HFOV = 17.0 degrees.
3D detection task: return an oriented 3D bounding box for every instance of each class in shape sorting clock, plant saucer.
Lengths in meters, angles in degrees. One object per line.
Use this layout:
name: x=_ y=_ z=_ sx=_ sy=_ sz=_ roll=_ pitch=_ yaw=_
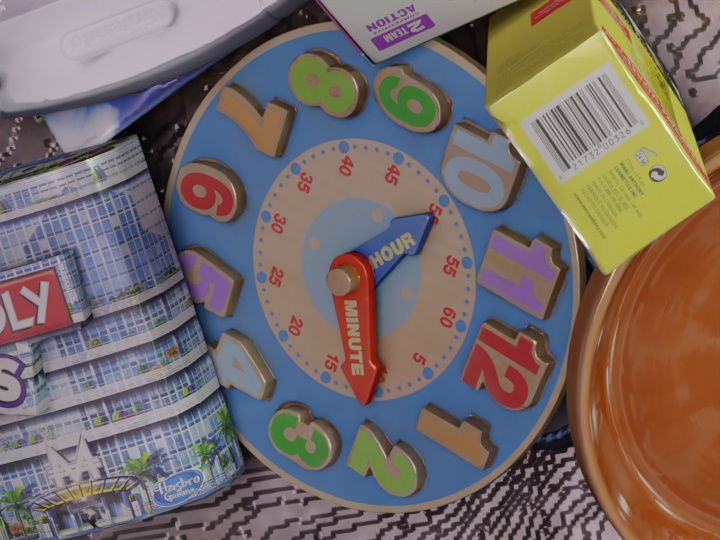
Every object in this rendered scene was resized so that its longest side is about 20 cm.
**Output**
shape sorting clock: x=0.000 y=0.000 z=0.972 sx=0.199 sy=0.039 sz=0.202 roll=7 pitch=104 yaw=27
plant saucer: x=0.172 y=0.033 z=0.925 sx=0.199 sy=0.032 sz=0.202 roll=-5 pitch=110 yaw=-14

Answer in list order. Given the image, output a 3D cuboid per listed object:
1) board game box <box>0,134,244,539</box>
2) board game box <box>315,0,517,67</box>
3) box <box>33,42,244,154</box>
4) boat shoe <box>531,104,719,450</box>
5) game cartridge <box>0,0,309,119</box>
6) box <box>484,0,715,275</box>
board game box: x=-0.174 y=0.022 z=1.002 sx=0.199 sy=0.062 sz=0.201 roll=-15 pitch=101 yaw=18
board game box: x=0.022 y=-0.165 z=0.848 sx=0.152 sy=0.200 sz=0.041 roll=-22 pitch=54 yaw=17
box: x=-0.124 y=-0.159 z=1.019 sx=0.122 sy=0.048 sz=0.201 roll=-34 pitch=85 yaw=13
boat shoe: x=0.118 y=-0.012 z=0.957 sx=0.084 sy=0.069 sz=0.200 roll=38 pitch=99 yaw=9
game cartridge: x=-0.107 y=-0.138 z=0.974 sx=0.199 sy=0.041 sz=0.134 roll=-19 pitch=84 yaw=11
box: x=0.085 y=-0.064 z=0.891 sx=0.050 sy=0.200 sz=0.075 roll=-34 pitch=99 yaw=12
